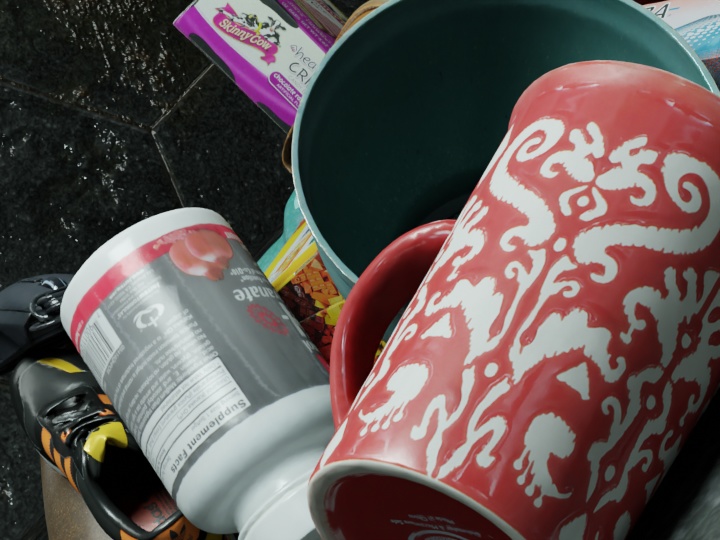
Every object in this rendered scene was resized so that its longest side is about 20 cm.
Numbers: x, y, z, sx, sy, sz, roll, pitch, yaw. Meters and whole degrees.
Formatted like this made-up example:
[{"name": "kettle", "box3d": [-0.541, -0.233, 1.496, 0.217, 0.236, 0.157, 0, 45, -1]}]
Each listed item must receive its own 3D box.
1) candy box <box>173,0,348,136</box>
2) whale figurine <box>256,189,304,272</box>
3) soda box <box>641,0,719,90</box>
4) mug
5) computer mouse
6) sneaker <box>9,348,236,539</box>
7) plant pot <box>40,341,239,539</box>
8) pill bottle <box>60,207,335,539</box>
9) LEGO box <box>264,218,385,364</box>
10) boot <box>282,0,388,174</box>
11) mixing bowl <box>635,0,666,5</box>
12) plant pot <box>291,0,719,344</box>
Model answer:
[{"name": "candy box", "box3d": [-0.041, -0.147, 1.407, 0.061, 0.136, 0.200, -45, 4, 11]}, {"name": "whale figurine", "box3d": [-0.052, 0.026, 1.488, 0.159, 0.104, 0.200, -95, 6, -47]}, {"name": "soda box", "box3d": [0.145, -0.094, 1.081, 0.200, 0.064, 0.068, -6, 36, 46]}, {"name": "mug", "box3d": [0.065, 0.043, 0.815, 0.200, 0.133, 0.178, -56, 9, -33]}, {"name": "computer mouse", "box3d": [-0.167, 0.009, 1.284, 0.140, 0.046, 0.200, -26, -2, -26]}, {"name": "sneaker", "box3d": [-0.143, 0.100, 1.205, 0.070, 0.200, 0.090, -36, -32, -11]}, {"name": "plant pot", "box3d": [-0.125, 0.148, 1.319, 0.187, 0.187, 0.200, -44, 23, 30]}, {"name": "pill bottle", "box3d": [-0.070, 0.072, 1.138, 0.111, 0.200, 0.111, -30, -24, -15]}, {"name": "LEGO box", "box3d": [0.000, 0.000, 1.280, 0.149, 0.077, 0.200, -43, 8, 34]}, {"name": "boot", "box3d": [0.005, -0.091, 1.168, 0.200, 0.077, 0.155, -33, 15, 48]}, {"name": "mixing bowl", "box3d": [0.216, -0.231, 1.367, 0.200, 0.200, 0.108, 143, 133, -60]}, {"name": "plant pot", "box3d": [0.072, -0.025, 1.005, 0.200, 0.200, 0.134, -50, -21, -21]}]
